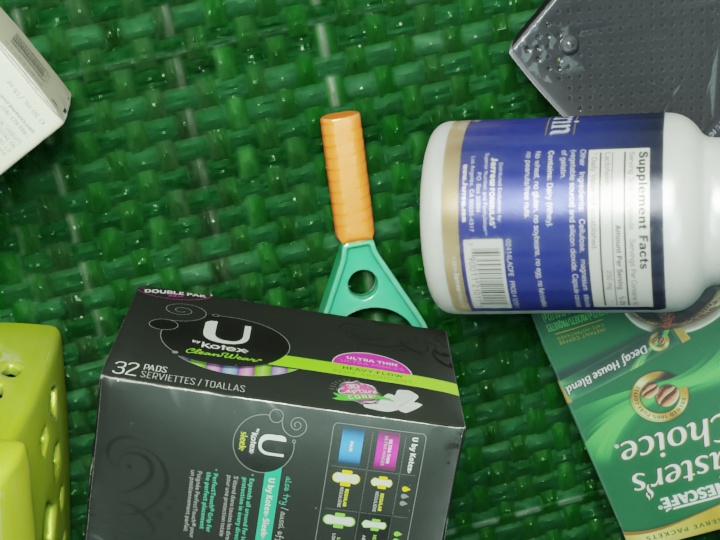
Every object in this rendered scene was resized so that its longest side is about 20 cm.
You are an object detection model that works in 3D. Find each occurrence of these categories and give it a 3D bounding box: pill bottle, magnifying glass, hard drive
[{"bbox_3d":[0.141,-0.032,0.773,0.198,0.116,0.117,0,109,14],"label":"pill bottle"},{"bbox_3d":[0.000,0.000,0.841,0.079,0.022,0.202,-10,108,-7],"label":"magnifying glass"},{"bbox_3d":[0.196,-0.120,0.828,0.200,0.042,0.135,38,97,-19],"label":"hard drive"}]

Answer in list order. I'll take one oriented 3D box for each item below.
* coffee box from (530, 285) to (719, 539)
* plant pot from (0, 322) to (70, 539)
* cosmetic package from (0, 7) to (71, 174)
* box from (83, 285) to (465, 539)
[{"bbox_3d":[0.201,0.083,0.872,0.122,0.044,0.201,-18,111,17],"label":"coffee box"},{"bbox_3d":[-0.268,0.154,0.755,0.197,0.182,0.202,-2,108,-10],"label":"plant pot"},{"bbox_3d":[-0.259,-0.055,0.733,0.200,0.104,0.073,-38,109,1],"label":"cosmetic package"},{"bbox_3d":[-0.049,0.102,0.782,0.198,0.149,0.125,8,108,-4],"label":"box"}]
